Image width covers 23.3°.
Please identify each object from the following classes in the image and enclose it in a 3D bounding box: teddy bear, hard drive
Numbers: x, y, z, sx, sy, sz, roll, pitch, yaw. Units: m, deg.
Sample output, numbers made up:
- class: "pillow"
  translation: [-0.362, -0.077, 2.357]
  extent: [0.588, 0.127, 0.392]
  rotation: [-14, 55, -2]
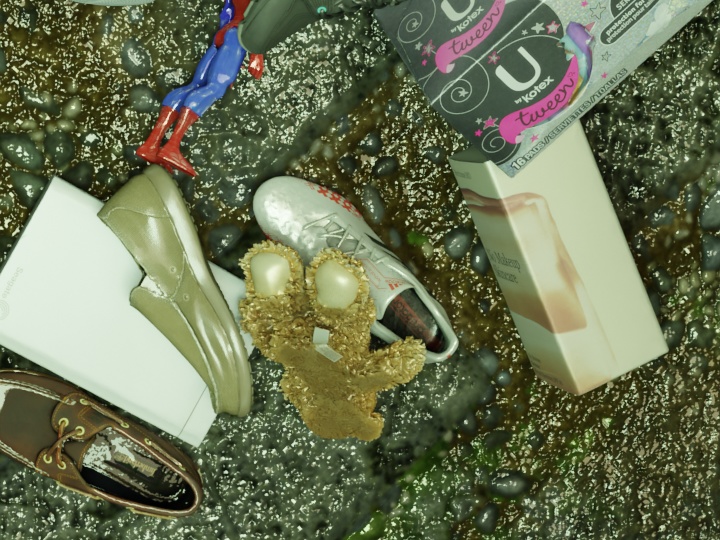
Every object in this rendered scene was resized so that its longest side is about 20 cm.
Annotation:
- class: "teddy bear"
  translation: [-0.025, 0.045, 1.316]
  extent: [0.145, 0.067, 0.200]
  rotation: [-9, 135, 27]
- class: "hard drive"
  translation: [-0.181, 0.033, 1.346]
  extent: [0.200, 0.027, 0.132]
  rotation: [30, 89, -14]

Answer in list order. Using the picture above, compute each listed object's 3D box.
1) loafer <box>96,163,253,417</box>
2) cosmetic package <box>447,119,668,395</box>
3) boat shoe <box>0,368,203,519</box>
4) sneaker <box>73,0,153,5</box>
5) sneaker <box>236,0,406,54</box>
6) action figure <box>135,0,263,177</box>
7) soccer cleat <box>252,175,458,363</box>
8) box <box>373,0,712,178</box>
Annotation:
- class: "loafer"
  translation: [-0.138, 0.022, 1.307]
  extent: [0.067, 0.076, 0.201]
  rotation: [-23, 92, -8]
- class: "cosmetic package"
  translation: [0.155, -0.014, 1.380]
  extent: [0.087, 0.103, 0.201]
  rotation: [-25, 100, -10]
- class: "boat shoe"
  translation: [-0.210, 0.132, 1.329]
  extent: [0.199, 0.070, 0.071]
  rotation: [23, 92, -13]
- class: "sneaker"
  translation: [-0.144, -0.253, 1.306]
  extent: [0.199, 0.073, 0.071]
  rotation: [-11, 57, 0]
- class: "sneaker"
  translation: [-0.003, -0.212, 1.244]
  extent: [0.200, 0.075, 0.079]
  rotation: [-39, 96, 18]
- class: "action figure"
  translation: [-0.099, -0.165, 1.320]
  extent: [0.052, 0.065, 0.201]
  rotation: [29, 81, -26]
- class: "soccer cleat"
  translation: [0.000, 0.000, 1.353]
  extent: [0.200, 0.085, 0.069]
  rotation: [44, 86, -14]
- class: "box"
  translation: [0.131, -0.193, 1.272]
  extent: [0.200, 0.132, 0.115]
  rotation: [-42, 132, 14]
